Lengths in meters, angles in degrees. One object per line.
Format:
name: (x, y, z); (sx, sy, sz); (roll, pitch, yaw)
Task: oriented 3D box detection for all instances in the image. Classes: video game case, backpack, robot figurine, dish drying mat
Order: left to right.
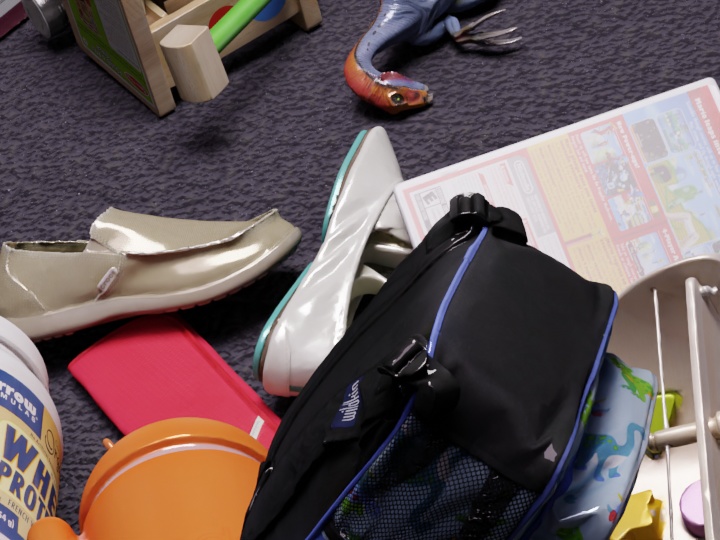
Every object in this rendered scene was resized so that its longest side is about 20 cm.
dish drying mat: (-0.099, 0.083, 1.457); (0.077, 0.018, 0.200); (-31, 39, -14)
robot figurine: (-0.082, 0.155, 1.280); (0.144, 0.117, 0.200); (-27, 37, 7)
backpack: (0.037, 0.099, 1.163); (0.200, 0.147, 0.183); (-50, 9, 31)
video game case: (0.134, -0.019, 1.435); (0.200, 0.017, 0.143); (-19, 64, -1)

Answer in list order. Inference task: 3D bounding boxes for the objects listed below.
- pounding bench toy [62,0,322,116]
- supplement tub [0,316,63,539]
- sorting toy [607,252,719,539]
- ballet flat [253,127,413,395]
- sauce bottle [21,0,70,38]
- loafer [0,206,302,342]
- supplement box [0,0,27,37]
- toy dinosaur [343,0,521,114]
pounding bench toy: (-0.101, -0.200, 1.724); (0.156, 0.124, 0.200); (-31, 42, -17)
supplement tub: (-0.236, 0.124, 1.358); (0.144, 0.144, 0.200); (-13, 38, 8)
sorting toy: (0.124, 0.118, 1.261); (0.180, 0.107, 0.200); (-18, 46, 22)
ballet flat: (0.000, 0.000, 1.478); (0.069, 0.069, 0.200); (3, 47, 26)
sauce bottle: (-0.156, -0.235, 1.845); (0.200, 0.065, 0.065); (-34, 39, -17)
loafer: (-0.136, -0.008, 1.527); (0.200, 0.068, 0.076); (-16, 8, 5)
supplement box: (-0.346, -0.246, 1.899); (0.200, 0.110, 0.086); (19, 51, 40)
toy dinosaur: (0.050, -0.176, 1.706); (0.181, 0.105, 0.200); (-45, 5, -13)
